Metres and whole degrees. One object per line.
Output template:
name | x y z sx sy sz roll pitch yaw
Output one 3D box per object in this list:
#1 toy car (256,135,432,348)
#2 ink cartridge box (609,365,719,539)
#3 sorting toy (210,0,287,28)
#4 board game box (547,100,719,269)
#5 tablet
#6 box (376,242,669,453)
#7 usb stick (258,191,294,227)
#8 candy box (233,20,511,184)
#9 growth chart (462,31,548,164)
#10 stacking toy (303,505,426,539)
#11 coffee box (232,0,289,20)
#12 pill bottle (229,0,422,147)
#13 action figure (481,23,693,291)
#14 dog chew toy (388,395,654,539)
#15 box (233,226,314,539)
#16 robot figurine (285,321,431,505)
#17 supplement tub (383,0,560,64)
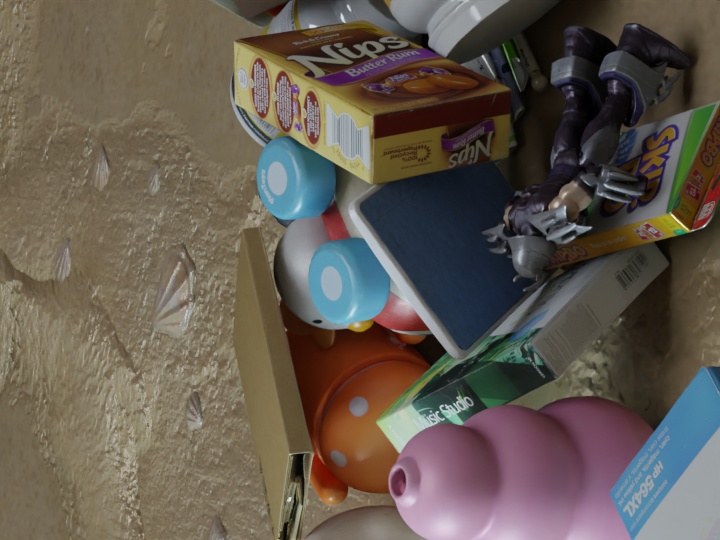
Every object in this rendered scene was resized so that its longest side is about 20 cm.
toy car | 0.000 0.000 1.691 0.200 0.184 0.177 -51 57 44
ink cartridge box | 0.259 0.172 1.306 0.125 0.129 0.200 -58 39 38
sorting toy | -0.084 -0.318 1.858 0.070 0.200 0.199 30 93 41
board game box | 0.185 -0.057 1.528 0.200 0.030 0.096 -13 45 56
tablet | 0.070 -0.023 1.565 0.014 0.200 0.130 -35 92 33
box | 0.112 0.052 1.571 0.036 0.144 0.200 51 143 -3
usb stick | -0.014 -0.103 1.813 0.200 0.033 0.055 -42 78 39
candy box | 0.005 -0.125 1.603 0.200 0.117 0.056 31 127 52
growth chart | 0.077 -0.120 1.749 0.200 0.018 0.145 -53 49 33
stacking toy | 0.015 0.295 1.740 0.146 0.146 0.200 -121 26 -45
coffee box | -0.021 -0.293 1.775 0.080 0.200 0.114 55 154 -12
pill bottle | -0.019 -0.183 1.846 0.200 0.112 0.112 -42 51 48
action figure | 0.149 -0.073 1.507 0.130 0.069 0.200 -5 55 54
dog chew toy | 0.109 0.143 1.492 0.125 0.200 0.125 -15 72 58
box | -0.069 0.093 1.707 0.164 0.021 0.200 99 161 -56
robot figurine | 0.001 0.098 1.765 0.200 0.144 0.117 47 168 52
supplement tub | 0.058 -0.267 1.643 0.200 0.145 0.145 57 139 9
